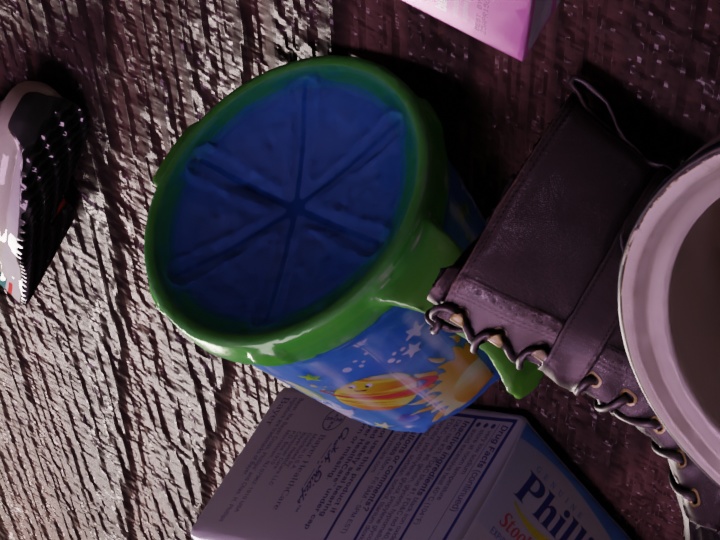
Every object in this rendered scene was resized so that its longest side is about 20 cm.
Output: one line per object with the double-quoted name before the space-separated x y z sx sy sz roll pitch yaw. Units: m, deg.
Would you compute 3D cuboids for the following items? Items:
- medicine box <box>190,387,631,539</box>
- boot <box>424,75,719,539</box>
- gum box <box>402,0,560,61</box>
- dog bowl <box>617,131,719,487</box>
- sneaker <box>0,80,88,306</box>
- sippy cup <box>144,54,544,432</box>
"medicine box" 0.046 0.161 1.376 0.200 0.103 0.182 4 144 50
"boot" 0.104 0.047 0.990 0.174 0.200 0.069 25 -179 3
"gum box" 0.023 -0.157 0.818 0.113 0.066 0.200 28 157 12
"dog bowl" 0.190 0.012 0.868 0.200 0.074 0.200 19 138 18
"sneaker" -0.194 -0.047 1.318 0.093 0.070 0.200 26 160 2
"sippy cup" 0.000 0.000 1.098 0.130 0.140 0.178 43 -158 -47
